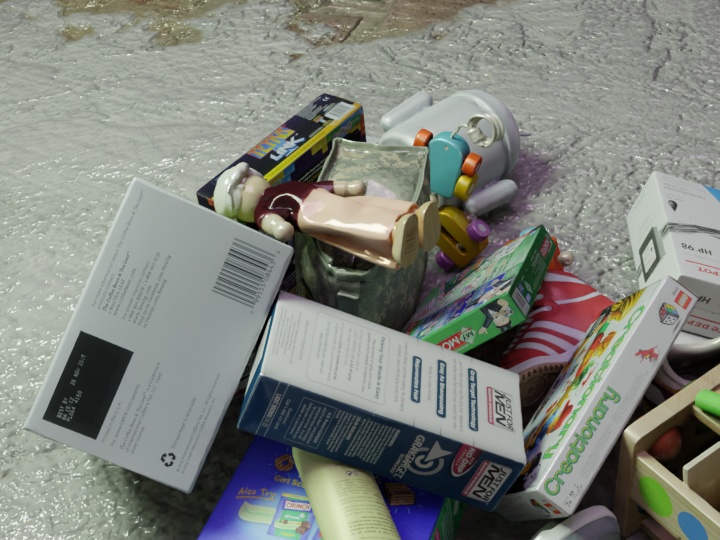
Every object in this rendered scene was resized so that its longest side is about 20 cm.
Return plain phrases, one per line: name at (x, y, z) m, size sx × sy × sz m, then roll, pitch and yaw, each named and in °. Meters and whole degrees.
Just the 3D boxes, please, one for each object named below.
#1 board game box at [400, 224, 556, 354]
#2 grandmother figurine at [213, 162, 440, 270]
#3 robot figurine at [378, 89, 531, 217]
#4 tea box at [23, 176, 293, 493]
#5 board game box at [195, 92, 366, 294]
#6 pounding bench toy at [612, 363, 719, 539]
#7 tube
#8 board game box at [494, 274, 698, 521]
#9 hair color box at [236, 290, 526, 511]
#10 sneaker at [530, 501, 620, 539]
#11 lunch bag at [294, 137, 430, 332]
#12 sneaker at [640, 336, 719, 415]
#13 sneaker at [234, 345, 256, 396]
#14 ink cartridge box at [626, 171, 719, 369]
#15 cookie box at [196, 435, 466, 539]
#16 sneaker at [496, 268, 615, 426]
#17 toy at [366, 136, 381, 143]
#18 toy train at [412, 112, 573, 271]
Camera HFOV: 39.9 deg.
board game box at (0.100, 0.029, 0.882) m, size 0.134 × 0.029 × 0.200 m, roll -33°, pitch 6°, yaw 25°
grandmother figurine at (-0.041, -0.048, 0.831) m, size 0.200 × 0.061 × 0.121 m, roll 15°, pitch 18°, yaw 28°
robot figurine at (0.099, -0.129, 1.110) m, size 0.200 × 0.113 × 0.170 m, roll -33°, pitch 74°, yaw -26°
tea box at (-0.158, 0.046, 0.805) m, size 0.133 × 0.200 × 0.197 m, roll 24°, pitch -1°, yaw -9°
board game box at (-0.068, -0.060, 1.015) m, size 0.057 × 0.166 × 0.200 m, roll 24°, pitch 49°, yaw 29°
pounding bench toy at (0.273, 0.136, 0.706) m, size 0.124 × 0.200 × 0.156 m, roll -27°, pitch 45°, yaw -21°
tube at (0.002, 0.192, 0.684) m, size 0.058 × 0.052 × 0.200 m, roll -18°, pitch 43°, yaw -11°
board game box at (0.177, 0.103, 0.775) m, size 0.035 × 0.126 × 0.200 m, roll 37°, pitch 70°, yaw 0°
hair color box at (0.018, 0.096, 0.731) m, size 0.200 × 0.061 × 0.100 m, roll 20°, pitch 35°, yaw -8°
sneaker at (0.141, 0.255, 0.676) m, size 0.200 × 0.084 × 0.121 m, roll -39°, pitch 44°, yaw -21°
lunch bag at (0.000, 0.000, 0.936) m, size 0.117 × 0.164 × 0.200 m, roll 6°, pitch 42°, yaw 9°
sneaker at (0.337, 0.099, 0.823) m, size 0.200 × 0.090 × 0.075 m, roll 1°, pitch 41°, yaw 10°
sneaker at (-0.179, 0.075, 0.940) m, size 0.200 × 0.082 × 0.078 m, roll -3°, pitch 41°, yaw 4°
ink cartridge box at (0.326, 0.003, 0.928) m, size 0.116 × 0.067 × 0.200 m, roll 15°, pitch 40°, yaw -8°
cookie box at (-0.011, 0.186, 0.789) m, size 0.171 × 0.075 × 0.200 m, roll 11°, pitch 44°, yaw 19°
sneaker at (0.154, 0.066, 0.906) m, size 0.200 × 0.071 × 0.112 m, roll -22°, pitch 46°, yaw -27°
toy at (-0.076, -0.094, 1.144) m, size 0.115 × 0.047 × 0.200 m, roll 19°, pitch 47°, yaw 36°
toy train at (0.132, -0.068, 1.002) m, size 0.150 × 0.200 × 0.056 m, roll -9°, pitch 23°, yaw 37°
